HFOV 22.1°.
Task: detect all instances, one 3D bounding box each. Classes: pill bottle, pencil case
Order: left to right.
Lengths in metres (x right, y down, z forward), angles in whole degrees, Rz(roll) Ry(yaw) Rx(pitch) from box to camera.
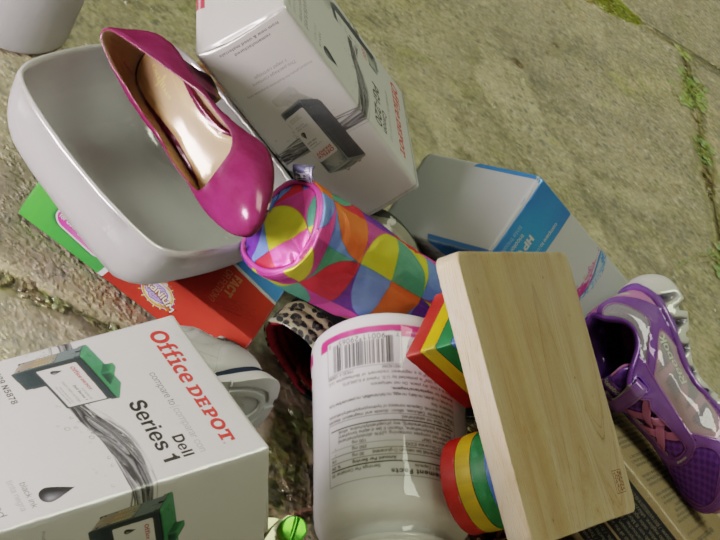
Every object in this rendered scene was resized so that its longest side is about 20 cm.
[{"bbox_3d":[0.000,0.000,1.364,0.200,0.088,0.088,33,30,-41],"label":"pencil case"},{"bbox_3d":[0.022,0.142,1.322,0.113,0.113,0.200,19,55,-31],"label":"pill bottle"}]

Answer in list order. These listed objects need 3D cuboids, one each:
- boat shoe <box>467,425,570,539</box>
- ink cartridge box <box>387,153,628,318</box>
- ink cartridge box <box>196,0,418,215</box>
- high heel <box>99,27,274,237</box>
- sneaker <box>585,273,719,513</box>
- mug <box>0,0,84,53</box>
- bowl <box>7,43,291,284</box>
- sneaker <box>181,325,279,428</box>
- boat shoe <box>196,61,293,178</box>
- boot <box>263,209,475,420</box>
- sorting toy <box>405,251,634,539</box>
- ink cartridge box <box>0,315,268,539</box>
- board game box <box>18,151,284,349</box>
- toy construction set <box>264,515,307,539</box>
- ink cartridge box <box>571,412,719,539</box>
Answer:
[{"bbox_3d":[0.112,0.200,1.415,0.070,0.070,0.200,30,22,-39],"label":"boat shoe"},{"bbox_3d":[0.133,0.003,1.542,0.144,0.085,0.200,16,-22,51],"label":"ink cartridge box"},{"bbox_3d":[-0.042,-0.152,1.464,0.200,0.085,0.146,53,18,-34],"label":"ink cartridge box"},{"bbox_3d":[-0.129,-0.099,1.313,0.096,0.067,0.200,26,20,-39],"label":"high heel"},{"bbox_3d":[0.232,0.101,1.452,0.088,0.080,0.200,-8,69,-42],"label":"sneaker"},{"bbox_3d":[-0.278,-0.298,1.529,0.149,0.153,0.187,8,45,-40],"label":"mug"},{"bbox_3d":[-0.160,-0.073,1.379,0.200,0.075,0.200,50,33,15],"label":"bowl"},{"bbox_3d":[-0.153,0.075,1.304,0.200,0.076,0.081,10,32,-46],"label":"sneaker"},{"bbox_3d":[-0.092,-0.118,1.543,0.076,0.074,0.200,34,16,-52],"label":"boat shoe"},{"bbox_3d":[0.018,0.070,1.480,0.154,0.073,0.204,-47,111,-38],"label":"boot"},{"bbox_3d":[0.106,0.092,1.309,0.199,0.069,0.200,0,75,-62],"label":"sorting toy"},{"bbox_3d":[-0.172,0.119,1.112,0.200,0.084,0.146,-16,42,-26],"label":"ink cartridge box"},{"bbox_3d":[-0.149,-0.030,1.447,0.200,0.040,0.153,38,33,-5],"label":"board game box"},{"bbox_3d":[-0.113,0.192,1.187,0.200,0.092,0.131,11,68,-28],"label":"toy construction set"},{"bbox_3d":[0.212,0.181,1.476,0.165,0.075,0.200,53,12,13],"label":"ink cartridge box"}]
